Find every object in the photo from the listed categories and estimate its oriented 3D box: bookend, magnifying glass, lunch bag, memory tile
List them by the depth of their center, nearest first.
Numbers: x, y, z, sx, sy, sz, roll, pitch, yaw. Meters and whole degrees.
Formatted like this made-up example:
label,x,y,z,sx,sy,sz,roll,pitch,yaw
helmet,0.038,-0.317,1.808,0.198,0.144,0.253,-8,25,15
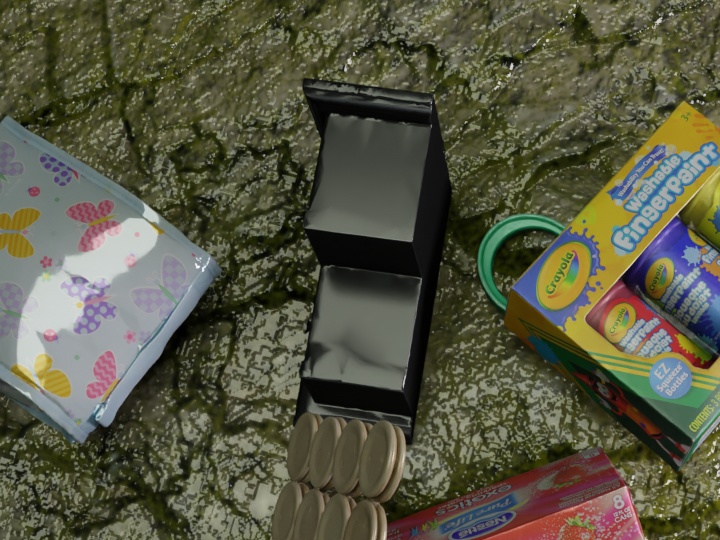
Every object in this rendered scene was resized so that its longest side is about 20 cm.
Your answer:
label,x,y,z,sx,sy,sz,roll,pitch,yaw
memory tile,-0.022,0.174,1.191,0.017,0.200,0.155,15,83,-20
bookend,0.000,0.000,1.238,0.091,0.199,0.202,7,76,9
magnifying glass,0.169,0.034,1.301,0.200,0.022,0.080,42,81,15
lunch bag,-0.223,0.016,1.301,0.199,0.127,0.170,29,76,24

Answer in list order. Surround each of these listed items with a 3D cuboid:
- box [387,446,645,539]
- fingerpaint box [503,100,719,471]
label,x,y,z,sx,sy,sz,roll,pitch,yaw
box,0.095,0.208,1.203,0.198,0.096,0.101,-20,101,0
fingerpaint box,0.228,0.008,1.260,0.167,0.073,0.200,41,73,16
